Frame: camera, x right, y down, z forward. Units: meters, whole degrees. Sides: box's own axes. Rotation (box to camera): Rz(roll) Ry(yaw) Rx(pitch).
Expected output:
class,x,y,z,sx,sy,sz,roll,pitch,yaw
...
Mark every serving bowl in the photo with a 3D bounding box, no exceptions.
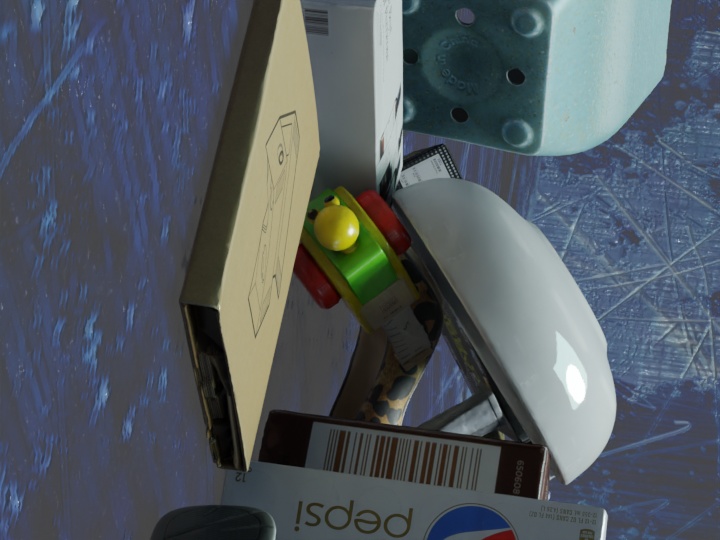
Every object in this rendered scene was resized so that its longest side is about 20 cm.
class,x,y,z,sx,sy,sz,roll,pitch,yaw
serving bowl,0.095,0.025,1.312,0.200,0.066,0.200,59,-1,2

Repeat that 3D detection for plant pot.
class,x,y,z,sx,sy,sz,roll,pitch,yaw
plant pot,0.095,-0.180,1.498,0.200,0.196,0.196,-58,156,-51

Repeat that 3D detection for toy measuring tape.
class,x,y,z,sx,sy,sz,roll,pitch,yaw
toy measuring tape,0.000,0.000,1.306,0.200,0.074,0.074,58,38,-66

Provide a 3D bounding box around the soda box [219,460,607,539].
class,x,y,z,sx,sy,sz,roll,pitch,yaw
soda box,0.026,0.148,1.167,0.064,0.200,0.068,69,29,-74

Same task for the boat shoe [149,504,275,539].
class,x,y,z,sx,sy,sz,roll,pitch,yaw
boat shoe,-0.071,0.166,0.943,0.202,0.074,0.065,-83,173,-71

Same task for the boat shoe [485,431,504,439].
class,x,y,z,sx,sy,sz,roll,pitch,yaw
boat shoe,0.146,0.227,2.686,0.201,0.073,0.063,-76,163,-60

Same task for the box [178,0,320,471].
class,x,y,z,sx,sy,sz,roll,pitch,yaw
box,-0.052,-0.025,1.104,0.164,0.021,0.200,85,14,-58

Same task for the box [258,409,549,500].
class,x,y,z,sx,sy,sz,roll,pitch,yaw
box,0.020,0.197,1.300,0.200,0.166,0.164,79,19,-66

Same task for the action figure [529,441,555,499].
class,x,y,z,sx,sy,sz,roll,pitch,yaw
action figure,0.068,0.201,1.488,0.105,0.193,0.200,124,-16,-75

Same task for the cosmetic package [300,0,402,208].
class,x,y,z,sx,sy,sz,roll,pitch,yaw
cosmetic package,-0.004,-0.105,1.289,0.200,0.051,0.083,89,10,-48

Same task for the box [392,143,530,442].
class,x,y,z,sx,sy,sz,roll,pitch,yaw
box,0.071,0.014,1.504,0.200,0.044,0.160,64,-5,-4

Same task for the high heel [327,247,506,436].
class,x,y,z,sx,sy,sz,roll,pitch,yaw
high heel,-0.012,0.052,1.416,0.200,0.143,0.071,61,-3,-12
